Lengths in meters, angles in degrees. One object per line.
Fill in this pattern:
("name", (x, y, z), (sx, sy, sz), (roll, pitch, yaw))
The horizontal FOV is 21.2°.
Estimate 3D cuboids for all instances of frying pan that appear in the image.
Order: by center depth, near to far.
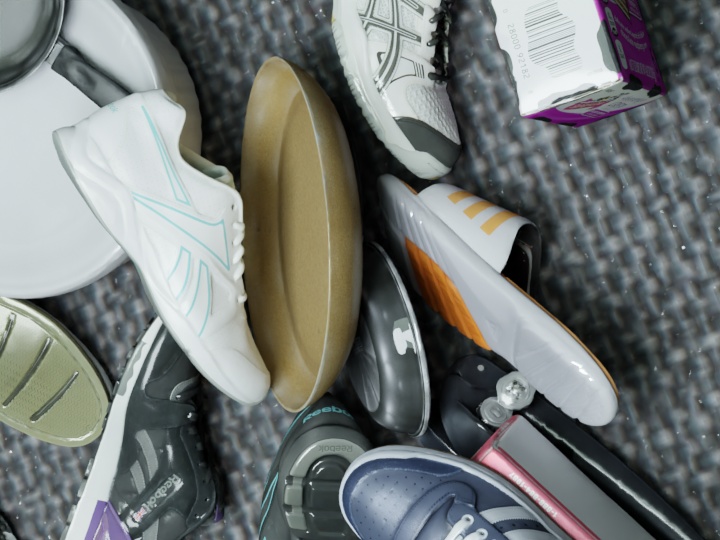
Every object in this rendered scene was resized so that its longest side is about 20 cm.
("frying pan", (0.006, 0.005, 1.091), (0.031, 0.115, 0.191), (-15, 108, -15))
("frying pan", (-0.188, -0.150, 1.107), (0.189, 0.031, 0.116), (13, 102, 7))

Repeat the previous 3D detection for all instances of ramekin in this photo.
("ramekin", (-0.189, -0.085, 1.177), (0.201, 0.094, 0.204), (1, 93, 20))

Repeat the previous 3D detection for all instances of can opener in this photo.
("can opener", (0.124, 0.120, 1.095), (0.199, 0.079, 0.063), (33, 64, 13))

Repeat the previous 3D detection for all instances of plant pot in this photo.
("plant pot", (-0.033, -0.021, 1.090), (0.027, 0.200, 0.202), (-4, 91, -16))

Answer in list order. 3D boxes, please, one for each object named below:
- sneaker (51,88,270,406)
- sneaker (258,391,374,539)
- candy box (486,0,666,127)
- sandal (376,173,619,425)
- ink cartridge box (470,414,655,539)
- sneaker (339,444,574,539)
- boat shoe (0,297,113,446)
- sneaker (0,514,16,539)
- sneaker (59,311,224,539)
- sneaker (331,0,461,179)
("sneaker", (-0.093, -0.011, 1.086), (0.080, 0.070, 0.201), (-33, 114, -9))
("sneaker", (-0.026, 0.167, 1.144), (0.075, 0.079, 0.201), (6, 116, -13))
("candy box", (0.100, -0.183, 1.042), (0.061, 0.136, 0.201), (-19, 86, 18))
("sandal", (0.087, 0.009, 1.083), (0.059, 0.079, 0.207), (-34, 54, -19))
("ink cartridge box", (0.067, 0.203, 1.048), (0.146, 0.085, 0.200), (42, 107, 4))
("sneaker", (0.069, 0.159, 0.937), (0.199, 0.108, 0.070), (33, 106, 6))
("boat shoe", (-0.238, 0.034, 1.214), (0.200, 0.068, 0.075), (37, 100, -6))
("sneaker", (-0.224, 0.223, 1.225), (0.200, 0.074, 0.080), (41, 120, 19))
("sneaker", (-0.115, 0.112, 1.181), (0.087, 0.076, 0.201), (21, 104, 4))
("sneaker", (0.028, -0.155, 1.104), (0.087, 0.076, 0.201), (-21, 88, 15))
